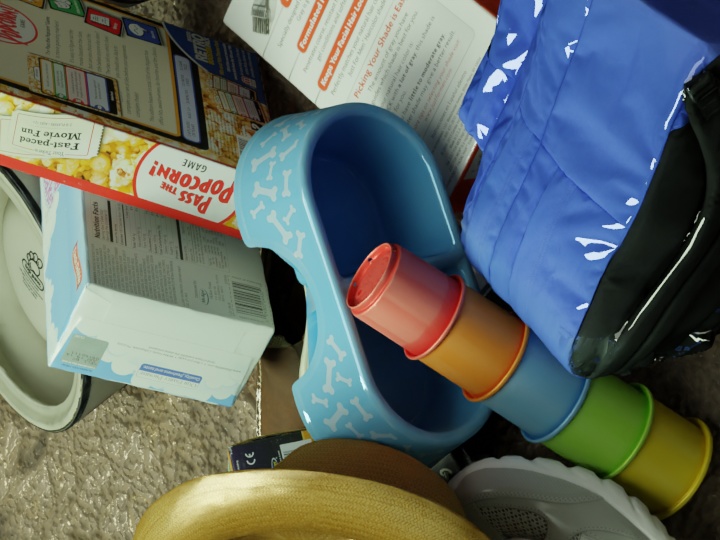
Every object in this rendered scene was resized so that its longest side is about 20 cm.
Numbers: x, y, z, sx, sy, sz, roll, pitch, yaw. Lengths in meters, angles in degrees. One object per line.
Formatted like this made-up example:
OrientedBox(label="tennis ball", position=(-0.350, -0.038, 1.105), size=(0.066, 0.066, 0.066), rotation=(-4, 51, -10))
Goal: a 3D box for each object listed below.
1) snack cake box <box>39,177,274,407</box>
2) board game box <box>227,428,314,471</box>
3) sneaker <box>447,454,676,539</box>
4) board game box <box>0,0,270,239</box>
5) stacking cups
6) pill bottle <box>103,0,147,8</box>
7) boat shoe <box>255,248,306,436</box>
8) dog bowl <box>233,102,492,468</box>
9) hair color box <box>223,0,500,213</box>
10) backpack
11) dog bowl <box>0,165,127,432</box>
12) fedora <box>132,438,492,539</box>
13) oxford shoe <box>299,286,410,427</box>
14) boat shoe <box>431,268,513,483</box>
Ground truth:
OrientedBox(label="snack cake box", position=(-0.126, -0.021, 1.040), size=(0.067, 0.114, 0.201), rotation=(-59, 28, 33))
OrientedBox(label="board game box", position=(-0.031, 0.212, 0.997), size=(0.166, 0.056, 0.201), rotation=(101, 156, -64))
OrientedBox(label="sneaker", position=(0.123, 0.165, 0.861), size=(0.199, 0.082, 0.075), rotation=(32, 144, 8))
OrientedBox(label="board game box", position=(-0.149, -0.103, 1.017), size=(0.046, 0.199, 0.152), rotation=(-60, 25, 29))
OrientedBox(label="stacking cups", position=(0.085, 0.049, 0.868), size=(0.061, 0.200, 0.061), rotation=(-46, 21, 23))
OrientedBox(label="pill bottle", position=(-0.174, -0.219, 1.117), size=(0.199, 0.114, 0.115), rotation=(-11, 88, 42))
OrientedBox(label="boat shoe", position=(-0.043, 0.036, 1.054), size=(0.075, 0.075, 0.203), rotation=(21, 109, 39))
OrientedBox(label="dog bowl", position=(0.009, 0.007, 0.896), size=(0.049, 0.111, 0.201), rotation=(-24, 82, 50))
OrientedBox(label="hair color box", position=(0.021, -0.134, 0.985), size=(0.200, 0.064, 0.111), rotation=(43, 122, 29))
OrientedBox(label="backpack", position=(0.136, -0.063, 0.830), size=(0.168, 0.162, 0.201), rotation=(48, 137, 38))
OrientedBox(label="dog bowl", position=(-0.207, 0.002, 1.169), size=(0.200, 0.074, 0.201), rotation=(33, 134, 42))
OrientedBox(label="fedora", position=(-0.011, 0.141, 0.857), size=(0.199, 0.082, 0.201), rotation=(8, 130, 10))
OrientedBox(label="oxford shoe", position=(0.000, 0.000, 0.966), size=(0.058, 0.075, 0.201), rotation=(-39, 46, 52))
OrientedBox(label="boat shoe", position=(0.053, 0.089, 0.985), size=(0.066, 0.070, 0.201), rotation=(43, 114, 32))
